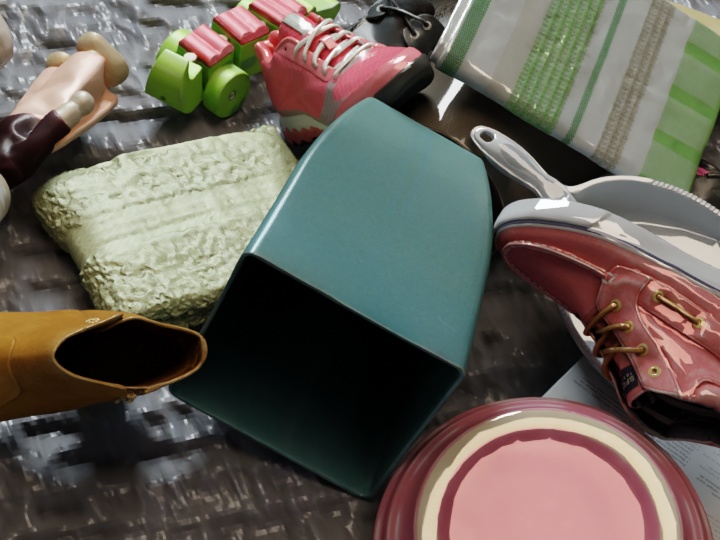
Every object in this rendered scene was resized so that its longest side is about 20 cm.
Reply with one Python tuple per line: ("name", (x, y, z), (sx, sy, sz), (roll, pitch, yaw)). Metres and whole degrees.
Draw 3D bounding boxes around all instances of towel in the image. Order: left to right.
("towel", (-0.105, -0.027, 1.130), (0.198, 0.037, 0.149), (-17, 53, -30))
("towel", (0.154, -0.143, 1.147), (0.199, 0.031, 0.150), (31, 62, -8))

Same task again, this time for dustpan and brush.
("dustpan and brush", (0.149, -0.024, 1.083), (0.199, 0.057, 0.140), (37, 70, 19))

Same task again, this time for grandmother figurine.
("grandmother figurine", (-0.221, -0.086, 1.116), (0.061, 0.121, 0.201), (45, 41, -15))

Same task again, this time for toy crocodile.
("toy crocodile", (-0.087, -0.171, 1.258), (0.067, 0.062, 0.199), (37, 48, 21))

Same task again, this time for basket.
("basket", (0.107, -0.110, 1.199), (0.181, 0.136, 0.200), (54, 53, -11))

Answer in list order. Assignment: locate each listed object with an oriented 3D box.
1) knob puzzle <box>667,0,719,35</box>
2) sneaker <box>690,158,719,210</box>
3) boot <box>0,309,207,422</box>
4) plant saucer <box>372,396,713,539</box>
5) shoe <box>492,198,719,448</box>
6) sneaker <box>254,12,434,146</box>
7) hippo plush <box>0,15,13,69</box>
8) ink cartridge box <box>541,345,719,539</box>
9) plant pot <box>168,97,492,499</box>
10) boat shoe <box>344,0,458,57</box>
("knob puzzle", (0.242, -0.183, 1.372), (0.217, 0.031, 0.220), (11, 27, -5))
("sneaker", (0.224, -0.033, 1.177), (0.199, 0.085, 0.076), (-19, 11, -34))
("boot", (-0.197, 0.051, 0.948), (0.199, 0.144, 0.072), (-6, 87, -26))
("plant saucer", (0.105, 0.157, 0.956), (0.198, 0.051, 0.202), (0, 58, 0))
("shoe", (0.161, 0.033, 1.001), (0.198, 0.072, 0.092), (24, 60, 6))
("sneaker", (-0.024, -0.137, 1.153), (0.074, 0.200, 0.087), (-39, 106, -20))
("hippo plush", (-0.338, -0.130, 1.071), (0.198, 0.160, 0.161), (17, 47, 10))
("ink cartridge box", (0.200, 0.132, 1.049), (0.199, 0.041, 0.200), (36, 51, 20))
("plant pot", (0.000, 0.000, 1.034), (0.140, 0.142, 0.201), (29, 45, -4))
("boat shoe", (0.043, -0.197, 1.316), (0.198, 0.066, 0.074), (-27, 58, -35))
